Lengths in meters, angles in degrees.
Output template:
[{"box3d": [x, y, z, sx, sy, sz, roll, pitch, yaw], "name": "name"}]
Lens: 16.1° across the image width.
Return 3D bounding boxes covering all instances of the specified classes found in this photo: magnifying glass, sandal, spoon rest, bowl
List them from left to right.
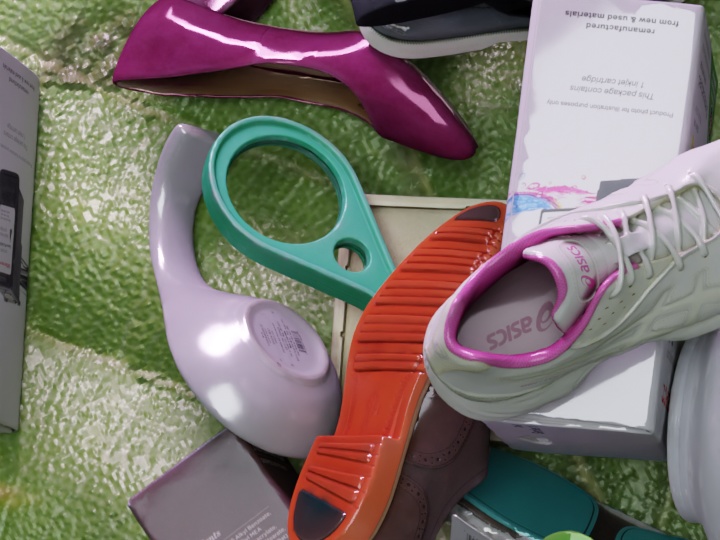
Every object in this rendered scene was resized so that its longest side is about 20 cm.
[{"box3d": [-0.066, 0.018, 1.299, 0.061, 0.099, 0.201, -47, 46, 31], "name": "spoon rest"}, {"box3d": [0.000, 0.000, 1.286, 0.200, 0.022, 0.080, 46, 55, 7], "name": "magnifying glass"}, {"box3d": [0.093, -0.138, 1.230, 0.199, 0.076, 0.043, -13, 85, -8], "name": "sandal"}, {"box3d": [0.200, 0.074, 1.192, 0.090, 0.201, 0.203, 4, 81, 25], "name": "bowl"}]

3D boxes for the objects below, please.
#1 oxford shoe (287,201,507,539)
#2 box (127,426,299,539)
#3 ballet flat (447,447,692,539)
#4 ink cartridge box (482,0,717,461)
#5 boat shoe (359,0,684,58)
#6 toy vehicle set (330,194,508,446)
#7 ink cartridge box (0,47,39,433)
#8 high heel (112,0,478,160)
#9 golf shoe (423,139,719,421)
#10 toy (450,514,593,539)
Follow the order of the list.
[{"box3d": [0.034, 0.062, 1.238, 0.071, 0.072, 0.201, 7, 65, 54], "name": "oxford shoe"}, {"box3d": [-0.025, 0.180, 1.262, 0.075, 0.100, 0.200, -37, 76, 3], "name": "box"}, {"box3d": [0.115, 0.151, 1.259, 0.199, 0.072, 0.072, 22, 85, 16], "name": "ballet flat"}, {"box3d": [0.117, -0.015, 1.214, 0.083, 0.145, 0.201, 6, 82, 11], "name": "ink cartridge box"}, {"box3d": [0.095, -0.160, 1.287, 0.199, 0.062, 0.073, -14, 53, -11], "name": "boat shoe"}, {"box3d": [0.085, 0.028, 1.303, 0.199, 0.027, 0.125, 3, 81, 12], "name": "toy vehicle set"}, {"box3d": [-0.255, -0.014, 1.351, 0.144, 0.083, 0.202, 1, 81, 12], "name": "ink cartridge box"}, {"box3d": [-0.034, -0.088, 1.326, 0.200, 0.067, 0.096, 34, 78, 30], "name": "high heel"}, {"box3d": [0.116, -0.001, 1.092, 0.199, 0.092, 0.076, -32, 77, 1], "name": "golf shoe"}, {"box3d": [0.099, 0.166, 1.195, 0.115, 0.200, 0.047, 30, 72, 15], "name": "toy"}]
